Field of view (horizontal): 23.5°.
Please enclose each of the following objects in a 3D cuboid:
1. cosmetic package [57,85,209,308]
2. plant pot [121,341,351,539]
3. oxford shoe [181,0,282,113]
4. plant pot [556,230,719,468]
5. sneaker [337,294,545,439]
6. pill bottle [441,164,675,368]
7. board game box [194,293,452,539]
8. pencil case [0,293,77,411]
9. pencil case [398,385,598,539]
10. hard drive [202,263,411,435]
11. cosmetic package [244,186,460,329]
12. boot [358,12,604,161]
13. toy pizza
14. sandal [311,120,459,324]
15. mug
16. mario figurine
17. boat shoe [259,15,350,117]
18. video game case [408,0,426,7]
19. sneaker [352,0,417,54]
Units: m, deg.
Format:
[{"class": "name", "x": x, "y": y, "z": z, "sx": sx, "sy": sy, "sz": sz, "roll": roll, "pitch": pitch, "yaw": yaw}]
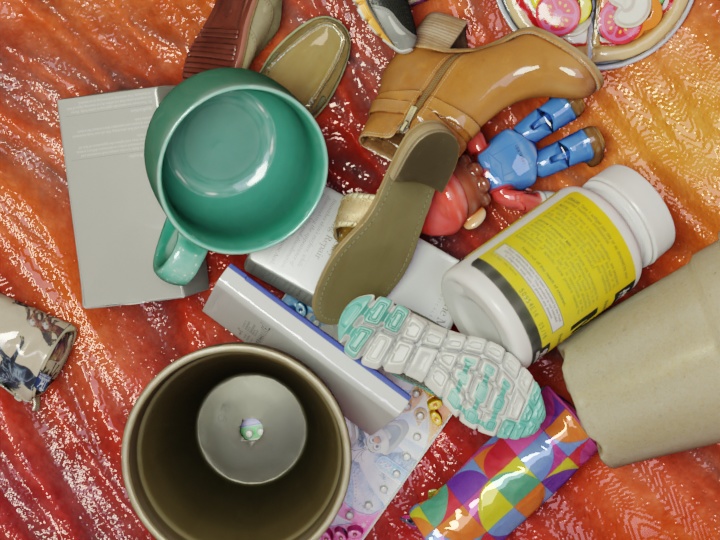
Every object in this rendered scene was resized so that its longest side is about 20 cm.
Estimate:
[{"class": "cosmetic package", "x": -0.212, "y": -0.069, "z": 1.626, "sx": 0.106, "sy": 0.090, "sz": 0.201, "roll": -4, "pitch": 97, "yaw": 14}, {"class": "plant pot", "x": -0.104, "y": 0.156, "z": 1.576, "sx": 0.199, "sy": 0.174, "sz": 0.201, "roll": 0, "pitch": 94, "yaw": 2}, {"class": "oxford shoe", "x": -0.109, "y": -0.212, "z": 1.622, "sx": 0.070, "sy": 0.075, "sz": 0.201, "roll": 19, "pitch": 90, "yaw": 40}, {"class": "plant pot", "x": 0.288, "y": 0.090, "z": 1.593, "sx": 0.183, "sy": 0.200, "sz": 0.201, "roll": -23, "pitch": 93, "yaw": 13}, {"class": "sneaker", "x": 0.076, "y": 0.081, "z": 1.544, "sx": 0.200, "sy": 0.091, "sz": 0.078, "roll": 32, "pitch": 92, "yaw": 4}, {"class": "pill bottle", "x": 0.182, "y": -0.005, "z": 1.576, "sx": 0.200, "sy": 0.114, "sz": 0.114, "roll": -35, "pitch": 93, "yaw": -18}, {"class": "board game box", "x": -0.037, "y": 0.146, "z": 1.673, "sx": 0.200, "sy": 0.026, "sz": 0.200, "roll": 35, "pitch": 94, "yaw": -2}, {"class": "pencil case", "x": -0.376, "y": 0.055, "z": 1.648, "sx": 0.199, "sy": 0.078, "sz": 0.090, "roll": 24, "pitch": 79, "yaw": -1}, {"class": "pencil case", "x": 0.133, "y": 0.199, "z": 1.646, "sx": 0.200, "sy": 0.088, "sz": 0.088, "roll": -40, "pitch": 92, "yaw": 3}, {"class": "hard drive", "x": -0.052, "y": 0.075, "z": 1.591, "sx": 0.200, "sy": 0.132, "sz": 0.025, "roll": 37, "pitch": 72, "yaw": -1}, {"class": "cosmetic package", "x": 0.000, "y": 0.000, "z": 1.627, "sx": 0.199, "sy": 0.074, "sz": 0.102, "roll": 28, "pitch": 79, "yaw": -2}, {"class": "boot", "x": 0.108, "y": -0.148, "z": 1.582, "sx": 0.199, "sy": 0.074, "sz": 0.155, "roll": 15, "pitch": 61, "yaw": 28}, {"class": "toy pizza", "x": 0.222, "y": -0.290, "z": 1.636, "sx": 0.199, "sy": 0.032, "sz": 0.201, "roll": 0, "pitch": 93, "yaw": 1}, {"class": "sandal", "x": 0.015, "y": -0.053, "z": 1.564, "sx": 0.077, "sy": 0.070, "sz": 0.212, "roll": 17, "pitch": 115, "yaw": -34}, {"class": "mug", "x": -0.129, "y": -0.095, "z": 1.535, "sx": 0.185, "sy": 0.114, "sz": 0.152, "roll": -28, "pitch": 114, "yaw": -5}, {"class": "mario figurine", "x": 0.124, "y": -0.097, "z": 1.642, "sx": 0.199, "sy": 0.106, "sz": 0.124, "roll": -26, "pitch": 50, "yaw": -6}, {"class": "boat shoe", "x": -0.078, "y": -0.154, "z": 1.628, "sx": 0.072, "sy": 0.076, "sz": 0.200, "roll": 35, "pitch": 94, "yaw": -1}, {"class": "video game case", "x": 0.073, "y": -0.355, "z": 1.617, "sx": 0.199, "sy": 0.036, "sz": 0.182, "roll": -20, "pitch": 93, "yaw": 12}, {"class": "sneaker", "x": 0.019, "y": -0.296, "z": 1.578, "sx": 0.077, "sy": 0.078, "sz": 0.201, "roll": -18, "pitch": 93, "yaw": 9}]
